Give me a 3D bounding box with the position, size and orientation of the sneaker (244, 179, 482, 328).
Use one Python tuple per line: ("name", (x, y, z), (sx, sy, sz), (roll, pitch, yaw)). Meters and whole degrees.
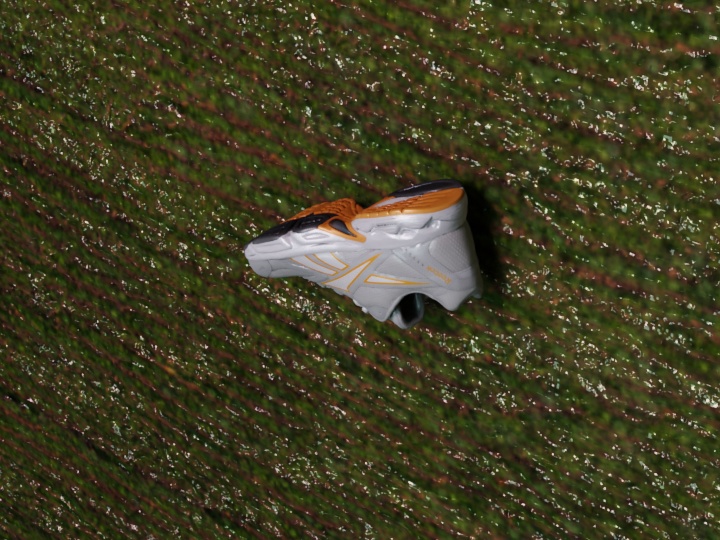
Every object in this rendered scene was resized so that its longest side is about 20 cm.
("sneaker", (0.000, 0.000, 1.173), (0.199, 0.076, 0.093), (-7, 108, 45))
